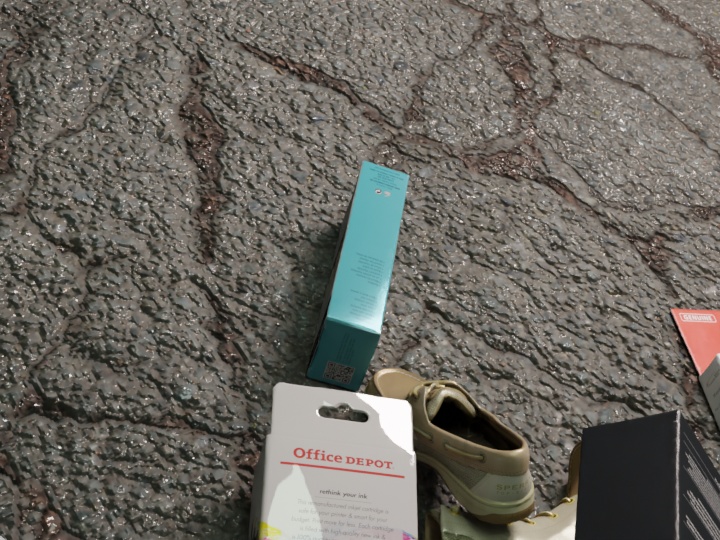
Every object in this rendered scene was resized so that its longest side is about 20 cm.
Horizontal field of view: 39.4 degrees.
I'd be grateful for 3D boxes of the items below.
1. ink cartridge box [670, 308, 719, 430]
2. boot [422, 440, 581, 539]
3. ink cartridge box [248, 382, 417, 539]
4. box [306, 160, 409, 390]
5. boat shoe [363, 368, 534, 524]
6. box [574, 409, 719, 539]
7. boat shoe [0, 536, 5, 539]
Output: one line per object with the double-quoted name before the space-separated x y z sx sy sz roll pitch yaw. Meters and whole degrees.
"ink cartridge box" 0.423 0.098 0.980 0.196 0.044 0.176 3 50 -16
"boot" 0.126 0.200 0.771 0.152 0.073 0.202 15 46 -1
"ink cartridge box" -0.021 0.190 0.719 0.113 0.068 0.203 9 53 -11
"box" 0.000 0.000 0.899 0.048 0.083 0.202 16 46 -4
"boat shoe" 0.066 0.116 0.783 0.071 0.066 0.200 -13 26 -25
"box" 0.222 0.217 0.698 0.201 0.078 0.142 51 36 -33
"boat shoe" -0.292 0.220 0.600 0.074 0.087 0.201 37 49 17
